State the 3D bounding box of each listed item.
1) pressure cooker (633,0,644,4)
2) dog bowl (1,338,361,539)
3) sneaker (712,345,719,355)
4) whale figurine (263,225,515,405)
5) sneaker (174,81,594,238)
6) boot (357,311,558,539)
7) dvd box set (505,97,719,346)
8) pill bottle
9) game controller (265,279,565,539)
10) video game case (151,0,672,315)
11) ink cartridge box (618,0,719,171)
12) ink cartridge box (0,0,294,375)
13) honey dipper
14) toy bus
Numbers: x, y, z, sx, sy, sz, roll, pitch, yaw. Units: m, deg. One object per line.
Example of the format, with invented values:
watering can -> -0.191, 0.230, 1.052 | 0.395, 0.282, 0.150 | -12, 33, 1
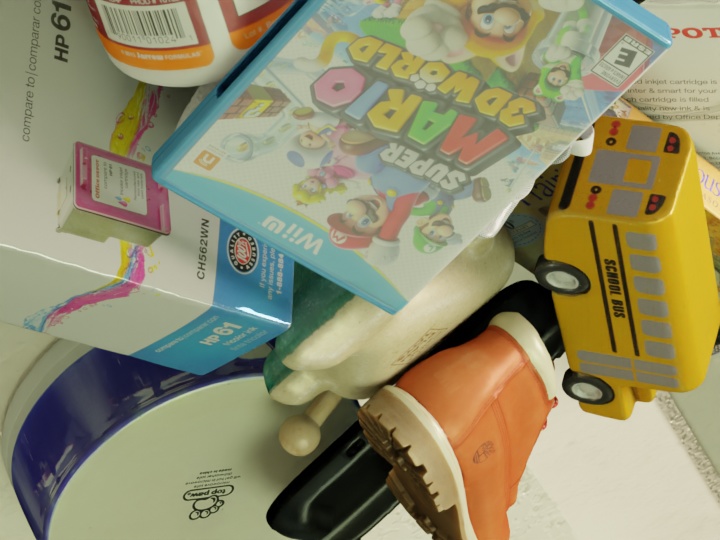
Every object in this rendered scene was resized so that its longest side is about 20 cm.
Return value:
pressure cooker -> 0.073, -0.201, 1.336 | 0.179, 0.200, 0.176 | -36, 137, 8
dog bowl -> -0.098, 0.101, 1.660 | 0.200, 0.079, 0.200 | -17, 139, -15
sneaker -> 0.166, 0.012, 1.722 | 0.075, 0.079, 0.200 | -41, 140, 16
whale figurine -> 0.000, 0.000, 1.494 | 0.159, 0.104, 0.200 | -42, 172, 15
sneaker -> 0.016, -0.068, 1.376 | 0.200, 0.115, 0.075 | -24, 152, -33
boot -> 0.068, 0.095, 1.566 | 0.107, 0.075, 0.200 | -41, 155, -13
dvd box set -> 0.138, -0.026, 1.564 | 0.200, 0.029, 0.146 | 35, 148, -24
pill bottle -> -0.089, -0.192, 1.299 | 0.113, 0.113, 0.200 | -23, 125, -8
game controller -> 0.033, 0.080, 1.618 | 0.200, 0.042, 0.104 | -44, 152, 8
video game case -> 0.021, -0.075, 1.306 | 0.143, 0.018, 0.200 | 29, 125, -25
ink cartridge box -> 0.163, -0.113, 1.528 | 0.145, 0.084, 0.200 | 2, 149, 25
ink cartridge box -> -0.133, -0.049, 1.391 | 0.200, 0.145, 0.085 | 16, 154, -31
honey dipper -> 0.021, 0.023, 1.609 | 0.200, 0.038, 0.038 | -53, 145, -17
toy bus -> 0.140, 0.004, 1.516 | 0.078, 0.065, 0.200 | 8, 148, 18
